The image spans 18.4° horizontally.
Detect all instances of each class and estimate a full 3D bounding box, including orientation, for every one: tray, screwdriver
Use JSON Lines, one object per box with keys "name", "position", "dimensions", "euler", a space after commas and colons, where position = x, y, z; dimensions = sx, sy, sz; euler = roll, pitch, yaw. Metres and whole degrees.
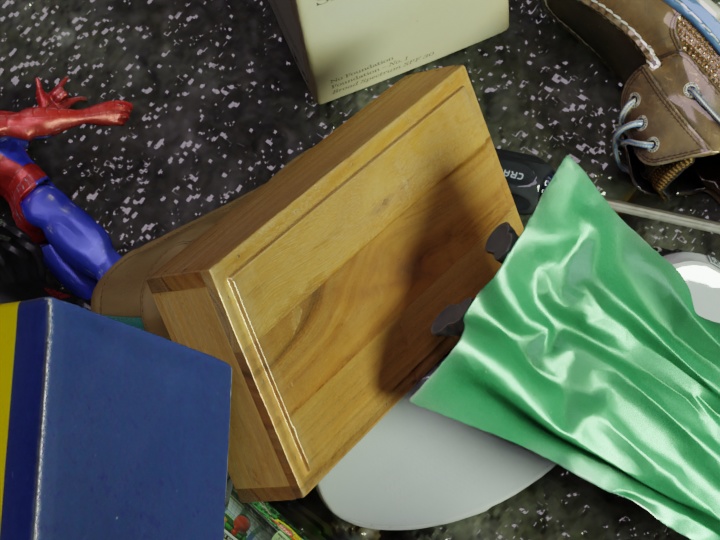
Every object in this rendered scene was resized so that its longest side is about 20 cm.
{"name": "tray", "position": [0.000, 0.000, 0.911], "dimensions": [0.037, 0.099, 0.200], "euler": [-8, 22, 38]}
{"name": "screwdriver", "position": [0.117, -0.025, 0.975], "dimensions": [0.200, 0.028, 0.029], "euler": [18, 48, 28]}

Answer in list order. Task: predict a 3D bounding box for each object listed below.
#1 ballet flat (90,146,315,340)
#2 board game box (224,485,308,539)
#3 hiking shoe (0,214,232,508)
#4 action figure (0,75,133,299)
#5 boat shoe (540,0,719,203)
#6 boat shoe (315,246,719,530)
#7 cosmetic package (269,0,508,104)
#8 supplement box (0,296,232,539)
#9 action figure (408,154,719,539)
{"name": "ballet flat", "position": [-0.042, -0.012, 0.949], "dimensions": [0.063, 0.200, 0.069], "euler": [-7, 100, 34]}
{"name": "board game box", "position": [-0.116, 0.098, 0.957], "dimensions": [0.200, 0.023, 0.105], "euler": [41, 104, 17]}
{"name": "hiking shoe", "position": [-0.137, 0.057, 0.925], "dimensions": [0.200, 0.076, 0.101], "euler": [40, 113, 24]}
{"name": "action figure", "position": [-0.118, -0.033, 0.997], "dimensions": [0.200, 0.065, 0.099], "euler": [45, 60, 6]}
{"name": "boat shoe", "position": [0.149, -0.068, 0.989], "dimensions": [0.200, 0.072, 0.072], "euler": [40, 79, 17]}
{"name": "boat shoe", "position": [0.069, 0.049, 0.961], "dimensions": [0.200, 0.057, 0.069], "euler": [-26, 108, -6]}
{"name": "cosmetic package", "position": [0.006, -0.159, 0.965], "dimensions": [0.103, 0.200, 0.073], "euler": [-23, 71, -3]}
{"name": "supplement box", "position": [-0.160, 0.084, 0.818], "dimensions": [0.200, 0.109, 0.110], "euler": [-8, 72, 32]}
{"name": "action figure", "position": [0.125, 0.059, 0.914], "dimensions": [0.200, 0.055, 0.118], "euler": [37, 84, -14]}
